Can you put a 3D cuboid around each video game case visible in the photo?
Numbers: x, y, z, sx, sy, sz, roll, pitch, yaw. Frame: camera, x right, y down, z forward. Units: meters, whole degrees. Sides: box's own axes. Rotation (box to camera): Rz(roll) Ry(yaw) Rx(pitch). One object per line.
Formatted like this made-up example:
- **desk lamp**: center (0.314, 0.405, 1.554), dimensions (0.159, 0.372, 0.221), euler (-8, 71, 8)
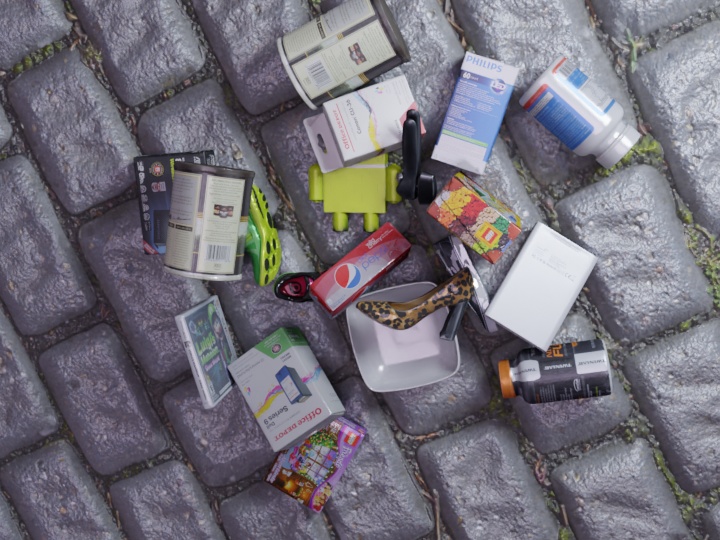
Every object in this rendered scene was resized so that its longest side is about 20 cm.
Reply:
- **video game case**: center (-0.289, 0.152, 1.610), dimensions (0.023, 0.200, 0.182), euler (-16, 96, 11)

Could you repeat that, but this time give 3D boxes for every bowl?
- **bowl**: center (0.086, 0.123, 1.602), dimensions (0.199, 0.075, 0.200), euler (-13, 96, 12)

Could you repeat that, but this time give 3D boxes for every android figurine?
- **android figurine**: center (-0.010, -0.173, 1.588), dimensions (0.182, 0.041, 0.201), euler (3, 102, 10)

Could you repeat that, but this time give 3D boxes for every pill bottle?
- **pill bottle**: center (0.359, 0.191, 1.547), dimensions (0.199, 0.106, 0.107), euler (-9, 98, 11)
- **pill bottle**: center (0.388, -0.273, 1.461), dimensions (0.200, 0.112, 0.112), euler (43, 104, 1)

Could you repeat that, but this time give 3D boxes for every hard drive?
- **hard drive**: center (0.331, 0.030, 1.527), dimensions (0.132, 0.025, 0.200), euler (31, 82, -1)

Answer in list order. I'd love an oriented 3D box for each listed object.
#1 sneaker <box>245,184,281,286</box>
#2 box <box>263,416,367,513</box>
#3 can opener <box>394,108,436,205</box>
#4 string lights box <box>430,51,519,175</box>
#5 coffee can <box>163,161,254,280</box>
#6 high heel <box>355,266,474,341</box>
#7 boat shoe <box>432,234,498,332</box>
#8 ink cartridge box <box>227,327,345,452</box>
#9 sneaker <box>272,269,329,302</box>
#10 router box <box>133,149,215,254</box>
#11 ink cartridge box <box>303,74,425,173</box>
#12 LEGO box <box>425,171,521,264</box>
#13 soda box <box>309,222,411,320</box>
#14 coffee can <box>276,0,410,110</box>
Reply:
- **sneaker**: center (-0.212, -0.067, 1.633), dimensions (0.083, 0.074, 0.201), euler (-11, 93, 27)
- **box**: center (-0.093, 0.377, 1.695), dimensions (0.137, 0.039, 0.200), euler (29, 103, 4)
- **can opener**: center (0.096, -0.204, 1.495), dimensions (0.078, 0.063, 0.200), euler (-1, 133, 8)
- **string lights box**: center (0.210, -0.286, 1.518), dimensions (0.103, 0.059, 0.200), euler (20, 102, 6)
- **coffee can**: center (-0.280, -0.092, 1.530), dimensions (0.146, 0.146, 0.201), euler (9, 97, 9)
- **high heel**: center (0.101, 0.040, 1.507), dimensions (0.200, 0.071, 0.143), euler (14, 109, -9)
- **boat shoe**: center (0.196, 0.030, 1.568), dimensions (0.068, 0.072, 0.200), euler (-25, 92, 11)
- **ink cartridge box**: center (-0.145, 0.232, 1.631), dimensions (0.145, 0.087, 0.200), euler (-35, 76, 14)
- **sneaker**: center (-0.075, 0.033, 1.611), dimensions (0.199, 0.084, 0.077), euler (-10, 98, 12)
- **router box**: center (-0.358, -0.133, 1.646), dimensions (0.149, 0.062, 0.201), euler (-4, 99, 10)
- **ink cartridge box**: center (0.005, -0.265, 1.522), dimensions (0.200, 0.067, 0.117), euler (-21, 88, -4)
- **LEGO box**: center (0.206, -0.098, 1.478), dimensions (0.149, 0.200, 0.077), euler (38, 104, 2)
- **soda box**: center (0.000, 0.000, 1.552), dimensions (0.200, 0.063, 0.070), euler (-40, 77, -15)
- **coffee can**: center (-0.029, -0.400, 1.498), dimensions (0.200, 0.146, 0.147), euler (-24, 94, 14)
